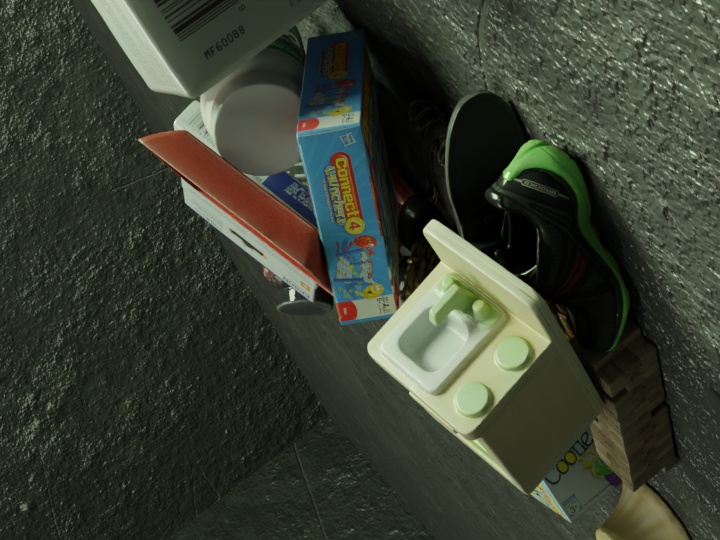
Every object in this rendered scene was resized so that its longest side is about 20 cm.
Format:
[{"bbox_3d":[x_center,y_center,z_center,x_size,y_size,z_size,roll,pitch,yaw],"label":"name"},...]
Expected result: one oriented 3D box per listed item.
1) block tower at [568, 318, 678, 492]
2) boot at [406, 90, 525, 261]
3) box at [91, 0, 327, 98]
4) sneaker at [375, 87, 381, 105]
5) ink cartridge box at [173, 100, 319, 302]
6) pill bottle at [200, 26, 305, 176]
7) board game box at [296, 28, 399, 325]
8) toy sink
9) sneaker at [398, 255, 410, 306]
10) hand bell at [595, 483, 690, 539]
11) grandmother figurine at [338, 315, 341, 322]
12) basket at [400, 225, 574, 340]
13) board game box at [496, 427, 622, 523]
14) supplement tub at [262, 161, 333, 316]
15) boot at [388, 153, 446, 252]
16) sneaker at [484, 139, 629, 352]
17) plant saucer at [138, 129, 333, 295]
[{"bbox_3d":[0.233,0.120,1.145,0.054,0.058,0.200,45,168,41],"label":"block tower"},{"bbox_3d":[0.078,-0.098,1.112,0.174,0.069,0.201,-120,15,-48],"label":"boot"},{"bbox_3d":[-0.141,-0.285,1.118,0.200,0.200,0.171,56,168,-19],"label":"box"},{"bbox_3d":[-0.036,-0.180,1.357,0.086,0.077,0.200,60,169,4],"label":"sneaker"},{"bbox_3d":[-0.110,-0.069,1.390,0.196,0.043,0.200,38,162,10],"label":"ink cartridge box"},{"bbox_3d":[-0.102,-0.179,1.272,0.113,0.113,0.200,60,-172,-32],"label":"pill bottle"},{"bbox_3d":[-0.008,-0.089,1.194,0.201,0.055,0.197,-89,-11,-56],"label":"board game box"},{"bbox_3d":[0.094,0.076,1.052,0.130,0.112,0.200,37,171,37],"label":"toy sink"},{"bbox_3d":[0.124,0.053,1.397,0.111,0.073,0.200,-2,147,48],"label":"sneaker"},{"bbox_3d":[0.239,0.316,1.362,0.104,0.199,0.104,52,170,14],"label":"hand bell"},{"bbox_3d":[0.000,0.000,1.406,0.060,0.122,0.200,23,175,1],"label":"grandmother figurine"},{"bbox_3d":[0.152,0.040,1.242,0.201,0.148,0.143,57,-157,-18],"label":"basket"},{"bbox_3d":[0.192,0.167,1.361,0.103,0.105,0.200,56,171,-14],"label":"board game box"},{"bbox_3d":[-0.070,-0.048,1.618,0.107,0.106,0.202,86,-179,-73],"label":"supplement tub"},{"bbox_3d":[0.047,-0.040,1.459,0.144,0.072,0.200,48,165,26],"label":"boot"},{"bbox_3d":[0.149,-0.010,1.017,0.201,0.084,0.077,60,169,-32],"label":"sneaker"},{"bbox_3d":[-0.097,-0.055,1.214,0.199,0.037,0.200,37,177,12],"label":"plant saucer"}]
